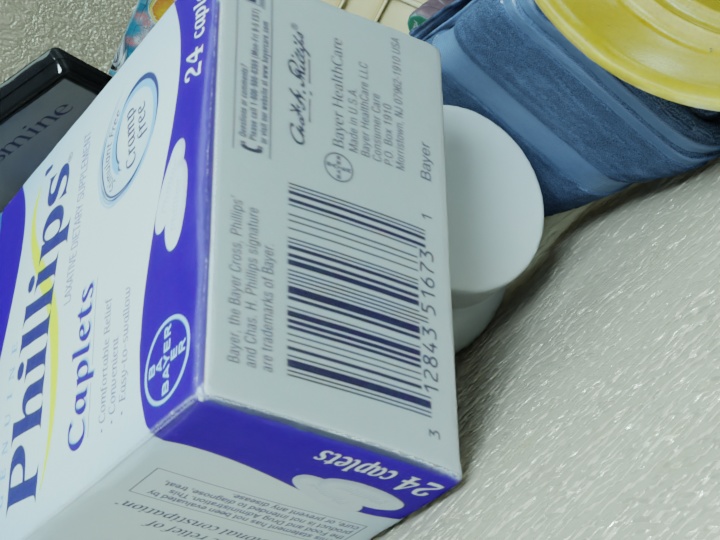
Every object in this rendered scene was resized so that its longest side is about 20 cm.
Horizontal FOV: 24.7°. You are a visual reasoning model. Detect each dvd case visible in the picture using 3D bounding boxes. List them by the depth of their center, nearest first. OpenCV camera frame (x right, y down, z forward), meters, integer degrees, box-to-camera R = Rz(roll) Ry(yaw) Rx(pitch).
[{"bbox_3d":[-0.169,-0.049,0.861,0.143,0.018,0.200,-33,-14,10],"label":"dvd case"}]

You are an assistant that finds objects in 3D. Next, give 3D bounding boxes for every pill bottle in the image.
[{"bbox_3d":[0.000,0.000,0.767,0.113,0.113,0.200,-46,5,-30],"label":"pill bottle"}]

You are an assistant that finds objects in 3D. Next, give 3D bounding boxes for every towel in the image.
[{"bbox_3d":[0.081,-0.077,0.705,0.049,0.112,0.200,-52,10,-17],"label":"towel"}]

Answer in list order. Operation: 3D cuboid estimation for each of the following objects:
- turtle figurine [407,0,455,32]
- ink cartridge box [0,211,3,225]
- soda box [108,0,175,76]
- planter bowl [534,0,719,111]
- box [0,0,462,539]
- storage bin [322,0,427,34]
[{"bbox_3d":[0.099,-0.192,0.811,0.101,0.150,0.200,22,59,43],"label":"turtle figurine"},{"bbox_3d":[-0.144,0.075,0.813,0.084,0.200,0.145,-39,6,26],"label":"ink cartridge box"},{"bbox_3d":[-0.077,-0.160,0.920,0.064,0.068,0.200,-60,9,31],"label":"soda box"},{"bbox_3d":[0.147,-0.155,0.553,0.200,0.201,0.083,-42,-15,29],"label":"planter bowl"},{"bbox_3d":[-0.061,0.021,0.626,0.200,0.105,0.184,-41,40,45],"label":"box"},{"bbox_3d":[-0.005,-0.130,0.955,0.199,0.094,0.200,-61,8,13],"label":"storage bin"}]
